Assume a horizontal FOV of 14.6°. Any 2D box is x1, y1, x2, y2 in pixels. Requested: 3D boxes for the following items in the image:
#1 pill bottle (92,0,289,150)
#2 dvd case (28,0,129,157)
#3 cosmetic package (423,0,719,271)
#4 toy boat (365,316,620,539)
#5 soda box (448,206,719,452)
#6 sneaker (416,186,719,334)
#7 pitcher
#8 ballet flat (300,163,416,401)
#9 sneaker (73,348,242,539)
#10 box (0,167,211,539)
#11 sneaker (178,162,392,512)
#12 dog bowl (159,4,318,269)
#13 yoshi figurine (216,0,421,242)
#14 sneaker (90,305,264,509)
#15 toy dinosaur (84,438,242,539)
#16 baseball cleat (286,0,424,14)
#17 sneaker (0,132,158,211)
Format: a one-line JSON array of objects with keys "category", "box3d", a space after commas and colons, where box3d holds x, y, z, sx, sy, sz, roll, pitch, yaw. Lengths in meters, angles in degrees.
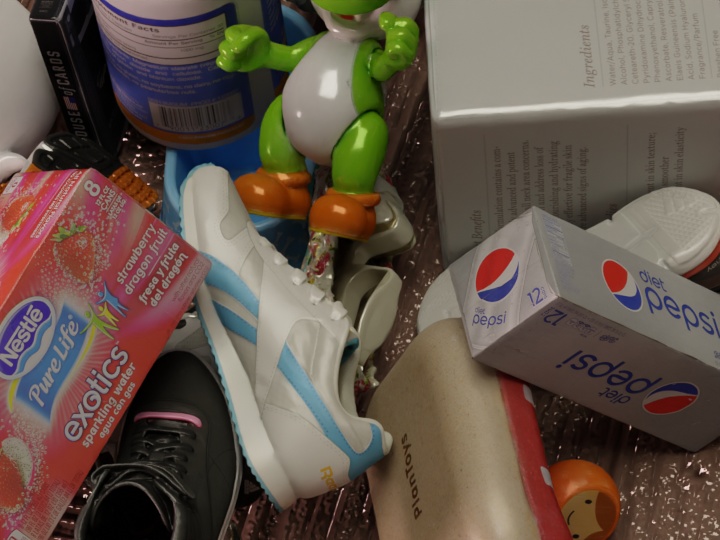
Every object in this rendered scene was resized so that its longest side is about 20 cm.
[{"category": "pill bottle", "box3d": [-0.105, -0.172, 1.652, 0.111, 0.200, 0.113, -2, 55, 4]}, {"category": "dvd case", "box3d": [-0.152, -0.185, 1.755, 0.025, 0.151, 0.201, 6, 56, 14]}, {"category": "cosmetic package", "box3d": [0.139, -0.111, 1.670, 0.199, 0.168, 0.167, -4, 57, 2]}, {"category": "toy boat", "box3d": [0.086, 0.128, 1.558, 0.130, 0.131, 0.201, 8, 51, -25]}, {"category": "soda box", "box3d": [0.142, 0.035, 1.557, 0.068, 0.199, 0.064, -37, 50, 30]}, {"category": "sneaker", "box3d": [0.131, 0.021, 1.642, 0.199, 0.082, 0.077, -17, 49, 23]}, {"category": "pitcher", "box3d": [-0.259, -0.068, 1.710, 0.200, 0.121, 0.171, -44, 65, -12]}, {"category": "ballet flat", "box3d": [0.000, 0.000, 1.657, 0.064, 0.076, 0.201, -14, 51, 34]}, {"category": "sneaker", "box3d": [-0.106, 0.111, 1.506, 0.070, 0.099, 0.201, 2, 55, 7]}, {"category": "box", "box3d": [-0.181, 0.051, 1.510, 0.099, 0.095, 0.201, -1, 55, 59]}, {"category": "sneaker", "box3d": [-0.046, 0.030, 1.570, 0.080, 0.077, 0.201, -21, 75, 3]}, {"category": "dog bowl", "box3d": [-0.070, -0.083, 1.740, 0.111, 0.050, 0.201, -1, 57, 4]}, {"category": "yoshi figurine", "box3d": [-0.017, -0.123, 1.597, 0.112, 0.112, 0.201, 13, 92, -19]}, {"category": "sneaker", "box3d": [-0.135, 0.063, 1.645, 0.199, 0.076, 0.116, 16, 49, 7]}, {"category": "toy dinosaur", "box3d": [-0.114, 0.192, 1.556, 0.102, 0.077, 0.201, -4, 60, 17]}, {"category": "baseball cleat", "box3d": [0.000, -0.193, 1.732, 0.106, 0.200, 0.070, -1, 95, 0]}, {"category": "sneaker", "box3d": [-0.194, -0.016, 1.669, 0.076, 0.092, 0.200, 39, 27, 9]}]
